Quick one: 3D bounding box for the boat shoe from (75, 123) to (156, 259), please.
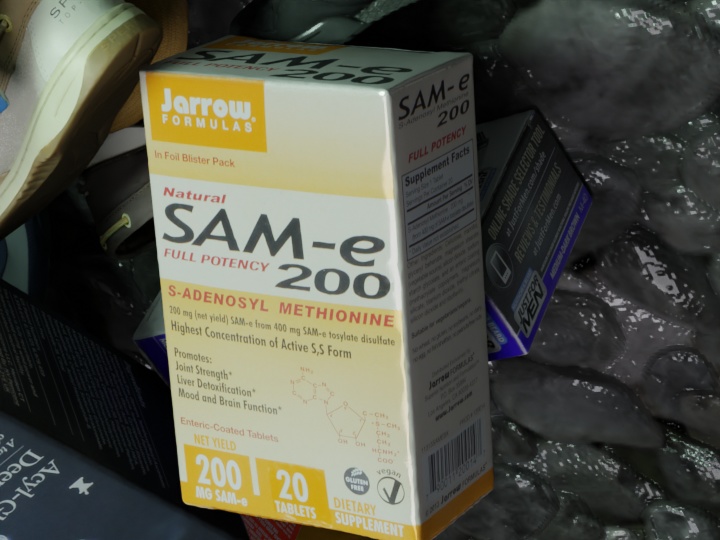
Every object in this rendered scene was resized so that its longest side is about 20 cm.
[{"bbox_3d":[-0.061,-0.053,1.055,0.200,0.072,0.060,-16,88,42],"label":"boat shoe"}]

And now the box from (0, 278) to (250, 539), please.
[{"bbox_3d":[-0.176,0.101,1.037,0.148,0.107,0.200,-39,139,14],"label":"box"}]

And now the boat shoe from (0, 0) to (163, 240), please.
[{"bbox_3d":[-0.150,-0.071,0.979,0.066,0.074,0.200,46,139,2],"label":"boat shoe"}]

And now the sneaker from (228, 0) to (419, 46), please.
[{"bbox_3d":[0.002,-0.159,0.942,0.200,0.060,0.104,-19,120,35],"label":"sneaker"}]

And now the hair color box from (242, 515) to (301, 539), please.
[{"bbox_3d":[-0.092,0.142,1.182,0.111,0.200,0.064,-19,122,39],"label":"hair color box"}]

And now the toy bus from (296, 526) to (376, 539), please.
[{"bbox_3d":[-0.018,0.191,1.296,0.200,0.065,0.078,17,137,11],"label":"toy bus"}]

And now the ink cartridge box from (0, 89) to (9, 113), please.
[{"bbox_3d":[-0.268,-0.066,0.897,0.145,0.200,0.084,47,175,28],"label":"ink cartridge box"}]

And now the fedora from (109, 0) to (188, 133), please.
[{"bbox_3d":[-0.153,-0.155,1.004,0.200,0.082,0.201,15,137,14],"label":"fedora"}]

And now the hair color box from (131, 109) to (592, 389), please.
[{"bbox_3d":[0.000,0.000,1.062,0.200,0.109,0.065,-15,124,37],"label":"hair color box"}]

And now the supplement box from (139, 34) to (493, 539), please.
[{"bbox_3d":[-0.017,0.006,0.952,0.126,0.074,0.200,6,111,31],"label":"supplement box"}]

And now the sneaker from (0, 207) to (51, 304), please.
[{"bbox_3d":[-0.211,0.034,1.142,0.070,0.200,0.082,11,174,13],"label":"sneaker"}]
